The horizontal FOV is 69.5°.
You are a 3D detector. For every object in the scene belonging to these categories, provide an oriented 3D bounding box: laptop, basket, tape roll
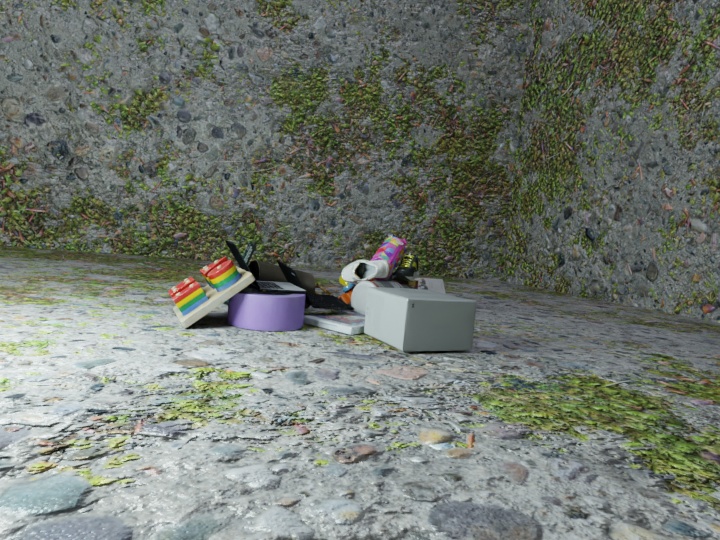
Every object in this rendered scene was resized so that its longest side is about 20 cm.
[{"bbox_3d":[-0.133,0.041,1.499,0.196,0.106,0.177,5,8,-25],"label":"laptop"},{"bbox_3d":[-0.251,0.052,1.619,0.196,0.139,0.180,8,-25,-28],"label":"basket"},{"bbox_3d":[-0.242,0.095,1.340,0.195,0.087,0.200,6,4,0],"label":"tape roll"},{"bbox_3d":[-0.257,-0.012,1.390,0.196,0.119,0.187,4,5,-22],"label":"laptop"}]

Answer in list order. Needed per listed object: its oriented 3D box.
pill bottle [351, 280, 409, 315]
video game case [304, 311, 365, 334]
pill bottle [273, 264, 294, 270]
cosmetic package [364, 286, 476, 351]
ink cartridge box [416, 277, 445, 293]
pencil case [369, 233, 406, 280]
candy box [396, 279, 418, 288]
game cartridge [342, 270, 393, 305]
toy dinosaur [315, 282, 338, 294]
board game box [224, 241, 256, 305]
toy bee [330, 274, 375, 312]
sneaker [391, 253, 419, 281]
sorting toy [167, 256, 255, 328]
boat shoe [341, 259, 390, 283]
[{"bbox_3d":[0.073,0.091,1.607,0.114,0.119,0.198,8,4,41],"label":"pill bottle"},{"bbox_3d":[-0.033,0.141,1.424,0.180,0.024,0.198,8,5,37],"label":"video game case"},{"bbox_3d":[-0.305,0.038,1.889,0.112,0.117,0.199,3,4,-33],"label":"pill bottle"},{"bbox_3d":[0.141,0.116,1.263,0.195,0.126,0.199,4,3,-26],"label":"cosmetic package"},{"bbox_3d":[0.193,0.083,1.877,0.195,0.069,0.116,4,-35,-14],"label":"ink cartridge box"},{"bbox_3d":[0.088,-0.044,1.683,0.086,0.090,0.200,6,29,18],"label":"pencil case"},{"bbox_3d":[0.109,0.080,1.794,0.056,0.120,0.198,-4,8,-43],"label":"candy box"},{"bbox_3d":[0.024,0.051,1.796,0.197,0.133,0.038,-9,-18,36],"label":"game cartridge"},{"bbox_3d":[-0.131,0.091,1.918,0.105,0.061,0.200,30,5,-11],"label":"toy dinosaur"},{"bbox_3d":[-0.381,0.006,1.636,0.028,0.203,0.135,25,-1,-12],"label":"board game box"},{"bbox_3d":[-0.045,0.080,1.694,0.197,0.134,0.108,-10,-13,-32],"label":"toy bee"},{"bbox_3d":[0.149,-0.013,1.718,0.073,0.087,0.200,4,7,15],"label":"sneaker"},{"bbox_3d":[-0.381,0.039,1.292,0.197,0.070,0.199,-36,19,-18],"label":"sorting toy"},{"bbox_3d":[0.000,0.000,1.585,0.068,0.073,0.198,-3,-6,-43],"label":"boat shoe"}]
